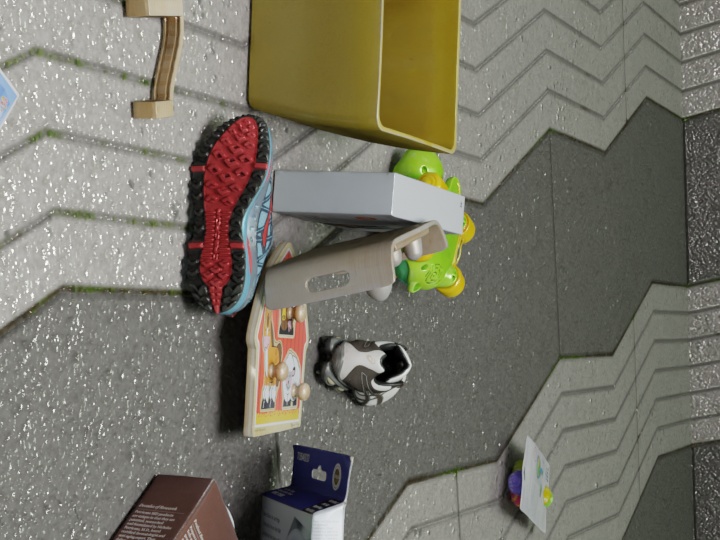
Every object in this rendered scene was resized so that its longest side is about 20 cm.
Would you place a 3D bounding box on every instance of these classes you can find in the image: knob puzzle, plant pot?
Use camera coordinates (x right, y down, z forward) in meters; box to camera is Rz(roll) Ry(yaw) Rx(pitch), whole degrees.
[{"bbox_3d":[-0.078,0.071,1.434,0.219,0.030,0.223,3,90,-76],"label":"knob puzzle"},{"bbox_3d":[-0.011,-0.234,1.440,0.199,0.174,0.203,6,84,-63],"label":"plant pot"}]

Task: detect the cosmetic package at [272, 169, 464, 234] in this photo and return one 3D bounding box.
[{"bbox_3d":[0.013,-0.076,1.525,0.199,0.149,0.052,10,82,-63],"label":"cosmetic package"}]

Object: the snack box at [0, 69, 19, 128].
[{"bbox_3d":[-0.323,-0.172,0.983,0.201,0.024,0.072,61,38,-45],"label":"snack box"}]

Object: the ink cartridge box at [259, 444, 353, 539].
[{"bbox_3d":[-0.063,0.283,1.371,0.040,0.199,0.203,6,84,-19],"label":"ink cartridge box"}]

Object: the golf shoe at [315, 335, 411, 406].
[{"bbox_3d":[0.027,0.125,1.624,0.200,0.093,0.079,17,74,-64],"label":"golf shoe"}]

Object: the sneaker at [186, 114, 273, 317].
[{"bbox_3d":[-0.127,-0.055,1.351,0.095,0.078,0.203,32,68,-75],"label":"sneaker"}]

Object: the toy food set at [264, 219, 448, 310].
[{"bbox_3d":[0.000,0.000,1.417,0.200,0.142,0.061,-26,102,-69],"label":"toy food set"}]

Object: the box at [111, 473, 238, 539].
[{"bbox_3d":[-0.189,0.289,1.218,0.200,0.074,0.101,-54,137,-46],"label":"box"}]

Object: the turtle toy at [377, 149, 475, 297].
[{"bbox_3d":[0.077,-0.065,1.707,0.146,0.100,0.202,47,49,-54],"label":"turtle toy"}]

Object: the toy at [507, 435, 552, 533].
[{"bbox_3d":[0.267,0.347,2.169,0.200,0.047,0.117,45,48,-60],"label":"toy"}]

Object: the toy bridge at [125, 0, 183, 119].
[{"bbox_3d":[-0.190,-0.244,1.246,0.067,0.027,0.203,-21,110,-64],"label":"toy bridge"}]
